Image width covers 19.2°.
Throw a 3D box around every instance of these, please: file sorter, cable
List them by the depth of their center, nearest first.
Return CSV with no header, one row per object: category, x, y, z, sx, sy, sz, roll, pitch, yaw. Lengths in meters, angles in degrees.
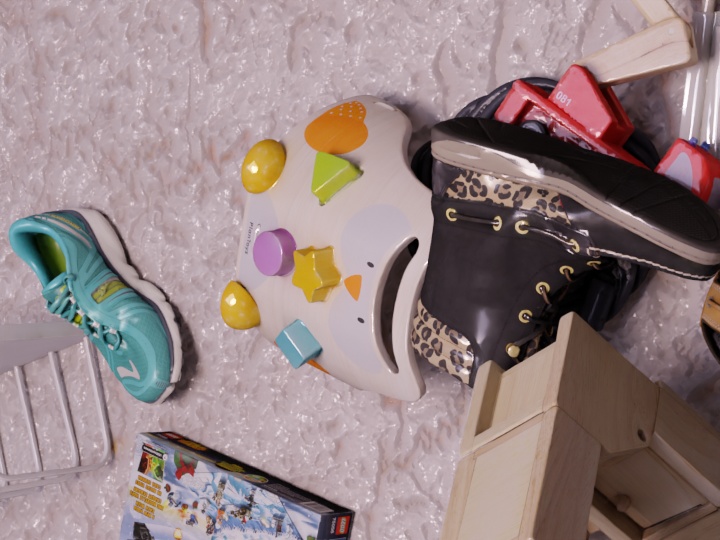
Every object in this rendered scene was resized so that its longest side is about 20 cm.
cable,0.108,-0.046,1.395,0.200,0.051,0.164,37,113,36
file sorter,-0.315,0.126,1.714,0.199,0.138,0.125,-22,78,40

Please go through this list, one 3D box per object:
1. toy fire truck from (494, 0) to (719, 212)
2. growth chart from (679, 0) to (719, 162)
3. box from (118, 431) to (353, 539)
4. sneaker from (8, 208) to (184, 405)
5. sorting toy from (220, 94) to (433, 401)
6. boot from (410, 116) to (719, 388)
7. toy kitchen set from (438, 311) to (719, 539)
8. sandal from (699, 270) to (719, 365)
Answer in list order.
toy fire truck,0.159,-0.120,1.314,0.200,0.049,0.141,39,103,21
growth chart,0.271,-0.097,1.272,0.199,0.018,0.145,22,104,40
box,-0.100,0.214,1.586,0.199,0.040,0.138,19,101,40
sneaker,-0.208,0.030,1.657,0.200,0.079,0.078,49,120,30
sorting toy,0.000,0.000,1.421,0.180,0.106,0.201,29,115,52
boot,0.117,0.006,1.276,0.199,0.073,0.151,22,115,25
toy kitchen set,0.122,0.174,1.243,0.163,0.200,0.181,-34,25,36
sandal,0.227,0.045,1.246,0.054,0.082,0.201,-7,71,6
